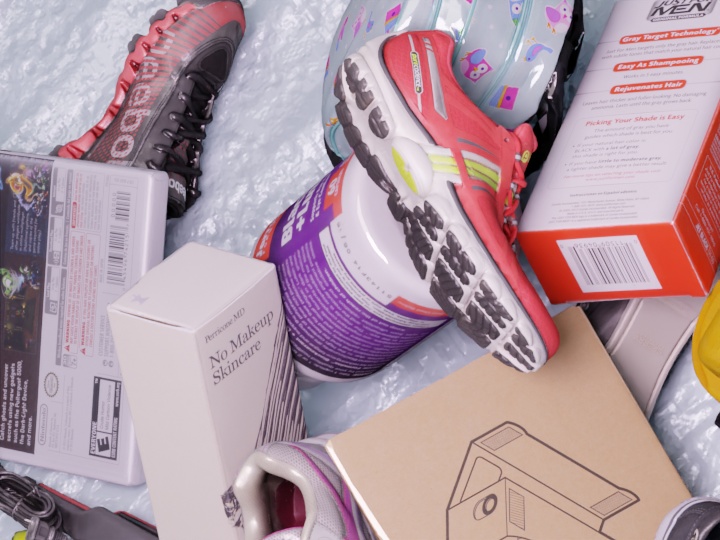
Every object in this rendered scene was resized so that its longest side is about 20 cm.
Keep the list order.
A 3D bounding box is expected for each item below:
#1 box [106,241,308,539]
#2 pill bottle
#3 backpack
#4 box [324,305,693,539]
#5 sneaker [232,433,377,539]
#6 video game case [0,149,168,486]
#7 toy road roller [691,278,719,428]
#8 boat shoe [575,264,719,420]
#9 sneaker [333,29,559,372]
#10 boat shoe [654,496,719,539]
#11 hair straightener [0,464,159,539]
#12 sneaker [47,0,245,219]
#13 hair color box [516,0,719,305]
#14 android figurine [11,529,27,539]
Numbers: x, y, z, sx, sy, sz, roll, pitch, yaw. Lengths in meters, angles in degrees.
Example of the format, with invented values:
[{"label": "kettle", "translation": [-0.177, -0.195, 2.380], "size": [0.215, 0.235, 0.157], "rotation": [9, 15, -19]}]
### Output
[{"label": "box", "translation": [-0.081, 0.090, 1.563], "size": [0.068, 0.200, 0.082], "rotation": [15, 41, 34]}, {"label": "pill bottle", "translation": [0.000, 0.000, 1.567], "size": [0.200, 0.111, 0.112], "rotation": [-38, 47, 54]}, {"label": "backpack", "translation": [0.051, -0.125, 1.577], "size": [0.200, 0.126, 0.167], "rotation": [147, 132, -66]}, {"label": "box", "translation": [0.099, 0.142, 1.465], "size": [0.163, 0.021, 0.200], "rotation": [-28, 78, -11]}, {"label": "sneaker", "translation": [-0.021, 0.178, 1.477], "size": [0.081, 0.088, 0.200], "rotation": [-41, 57, 26]}, {"label": "video game case", "translation": [-0.206, 0.026, 1.731], "size": [0.182, 0.023, 0.200], "rotation": [9, 98, 33]}, {"label": "toy road roller", "translation": [0.263, 0.058, 1.405], "size": [0.200, 0.146, 0.123], "rotation": [29, 87, 36]}, {"label": "boat shoe", "translation": [0.143, 0.049, 1.540], "size": [0.200, 0.067, 0.057], "rotation": [-53, 17, 0]}, {"label": "sneaker", "translation": [0.064, -0.043, 1.441], "size": [0.085, 0.077, 0.200], "rotation": [-25, 83, -19]}, {"label": "boat shoe", "translation": [0.177, 0.219, 1.411], "size": [0.069, 0.057, 0.200], "rotation": [4, 85, -11]}, {"label": "hair straightener", "translation": [-0.184, 0.150, 1.672], "size": [0.200, 0.077, 0.041], "rotation": [29, 96, 34]}, {"label": "sneaker", "translation": [-0.129, -0.090, 1.747], "size": [0.098, 0.071, 0.201], "rotation": [40, 95, 36]}, {"label": "hair color box", "translation": [0.169, -0.073, 1.520], "size": [0.101, 0.061, 0.200], "rotation": [-3, 44, 32]}, {"label": "android figurine", "translation": [-0.236, 0.265, 1.680], "size": [0.182, 0.041, 0.200], "rotation": [-11, 64, 26]}]
